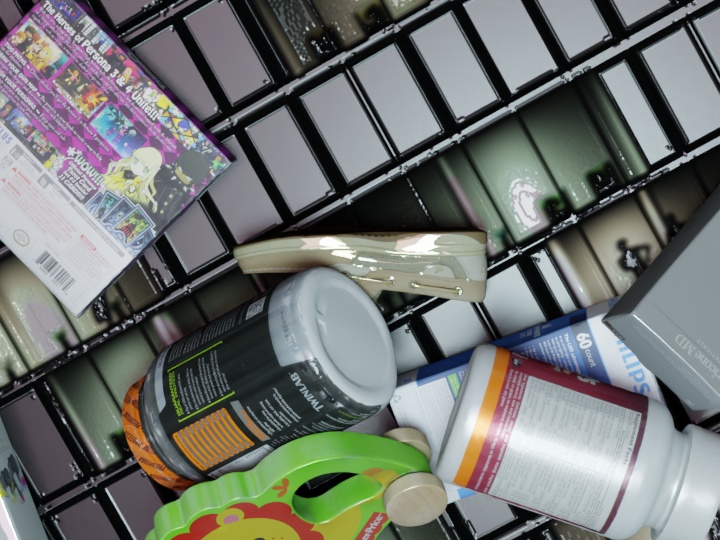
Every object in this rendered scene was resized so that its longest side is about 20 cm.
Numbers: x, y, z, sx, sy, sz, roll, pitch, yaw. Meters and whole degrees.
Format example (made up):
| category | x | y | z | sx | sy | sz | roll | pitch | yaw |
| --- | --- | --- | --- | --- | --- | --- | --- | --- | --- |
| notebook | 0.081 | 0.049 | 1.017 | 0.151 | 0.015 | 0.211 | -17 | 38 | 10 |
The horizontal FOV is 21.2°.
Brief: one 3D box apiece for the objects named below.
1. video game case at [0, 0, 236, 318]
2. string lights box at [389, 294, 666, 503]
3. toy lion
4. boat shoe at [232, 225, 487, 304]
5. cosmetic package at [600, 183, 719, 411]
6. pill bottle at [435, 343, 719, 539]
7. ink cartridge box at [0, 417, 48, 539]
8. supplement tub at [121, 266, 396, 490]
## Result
| category | x | y | z | sx | sy | sz | roll | pitch | yaw |
| --- | --- | --- | --- | --- | --- | --- | --- | --- | --- |
| video game case | -0.231 | -0.095 | 1.531 | 0.200 | 0.036 | 0.181 | 45 | 100 | -2 |
| string lights box | 0.132 | 0.103 | 1.510 | 0.200 | 0.059 | 0.103 | -20 | 96 | 8 |
| toy lion | -0.060 | 0.195 | 1.464 | 0.191 | 0.069 | 0.200 | 13 | 127 | -29 |
| boat shoe | 0.000 | 0.000 | 1.506 | 0.199 | 0.072 | 0.065 | -1 | 96 | 0 |
| cosmetic package | 0.287 | -0.001 | 1.440 | 0.107 | 0.090 | 0.200 | 41 | 77 | -3 |
| pill bottle | 0.165 | 0.134 | 1.427 | 0.200 | 0.110 | 0.110 | 18 | 99 | 1 |
| ink cartridge box | -0.330 | 0.202 | 1.565 | 0.115 | 0.068 | 0.200 | -19 | 95 | 8 |
| supplement tub | -0.081 | 0.089 | 1.479 | 0.200 | 0.123 | 0.123 | -28 | 94 | 30 |
